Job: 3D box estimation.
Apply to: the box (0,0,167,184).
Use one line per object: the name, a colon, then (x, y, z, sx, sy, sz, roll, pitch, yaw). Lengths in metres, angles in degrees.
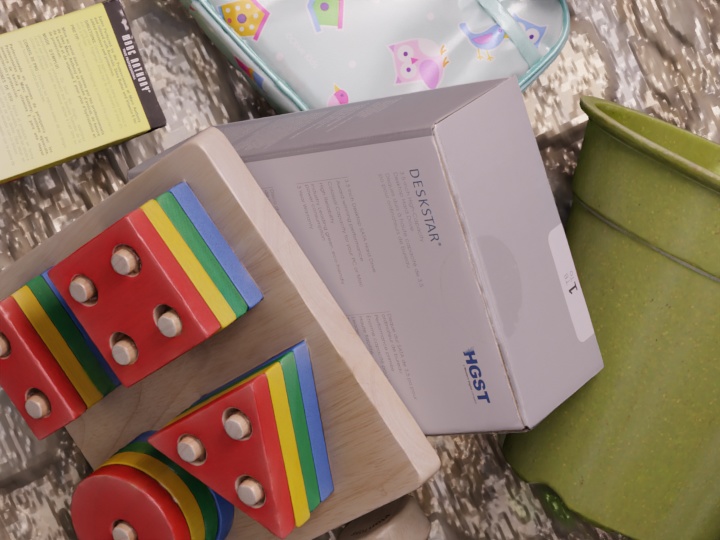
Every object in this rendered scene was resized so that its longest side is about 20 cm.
box: (-0.201, -0.074, 1.218, 0.200, 0.050, 0.075, -24, 93, -32)

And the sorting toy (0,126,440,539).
sorting toy: (-0.095, 0.063, 1.198, 0.199, 0.200, 0.070, 56, 43, -4)

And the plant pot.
plant pot: (0.165, 0.037, 1.245, 0.200, 0.200, 0.190, 23, 101, -6)

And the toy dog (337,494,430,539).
toy dog: (0.007, 0.197, 1.227, 0.132, 0.096, 0.200, 40, 54, -19)

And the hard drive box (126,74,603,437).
hard drive box: (0.000, 0.000, 1.195, 0.077, 0.200, 0.156, -34, 112, -47)

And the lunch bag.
lunch bag: (0.003, -0.151, 1.265, 0.160, 0.077, 0.200, -42, 94, -4)
